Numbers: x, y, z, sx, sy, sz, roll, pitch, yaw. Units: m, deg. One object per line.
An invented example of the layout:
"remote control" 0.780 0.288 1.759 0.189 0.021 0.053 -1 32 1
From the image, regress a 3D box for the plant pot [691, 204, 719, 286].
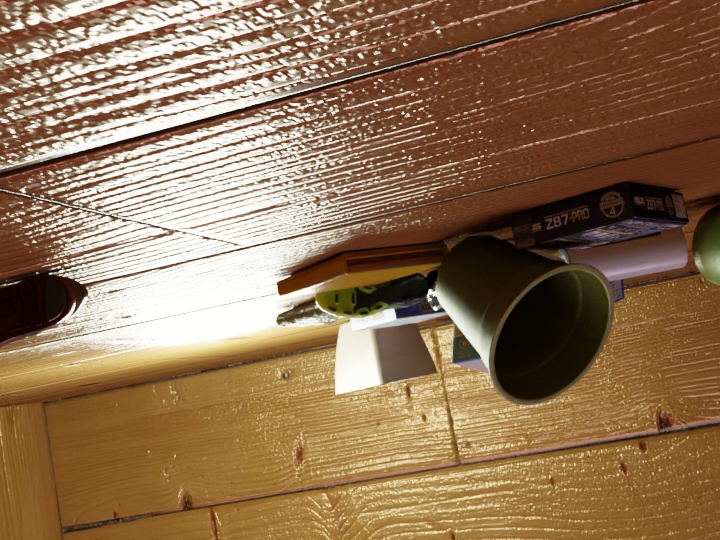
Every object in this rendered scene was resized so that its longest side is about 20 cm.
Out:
"plant pot" 0.590 -0.035 1.461 0.199 0.202 0.193 -9 -175 -15

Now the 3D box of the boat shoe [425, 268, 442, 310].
"boat shoe" 0.140 0.023 1.708 0.072 0.060 0.201 -50 -176 -9

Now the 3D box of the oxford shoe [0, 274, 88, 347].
"oxford shoe" -0.382 0.052 1.059 0.198 0.071 0.075 -11 179 9

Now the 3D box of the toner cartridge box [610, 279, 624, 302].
"toner cartridge box" 0.359 0.023 1.756 0.094 0.044 0.200 -17 -162 -23

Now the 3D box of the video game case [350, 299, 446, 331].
"video game case" 0.106 0.096 2.321 0.199 0.046 0.181 -6 171 -35

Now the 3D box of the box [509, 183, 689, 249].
"box" 0.307 -0.063 1.275 0.160 0.050 0.199 -17 171 36

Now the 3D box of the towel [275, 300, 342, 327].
"towel" -0.062 0.079 1.946 0.148 0.037 0.199 -4 171 -40

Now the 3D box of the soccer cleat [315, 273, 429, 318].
"soccer cleat" 0.016 0.042 1.641 0.199 0.065 0.084 -8 177 -22

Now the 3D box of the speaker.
"speaker" 0.435 -0.026 1.660 0.198 0.082 0.081 -10 173 -1

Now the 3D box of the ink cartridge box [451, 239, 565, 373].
"ink cartridge box" 0.230 0.050 1.551 0.125 0.202 0.128 16 158 -36

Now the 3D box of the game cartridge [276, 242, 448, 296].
"game cartridge" 0.000 0.000 1.416 0.175 0.033 0.200 -7 175 -32

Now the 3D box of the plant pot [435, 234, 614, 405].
"plant pot" 0.199 0.043 1.330 0.199 0.201 0.190 -7 -151 -28

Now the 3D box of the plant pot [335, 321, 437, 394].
"plant pot" 0.051 0.207 2.593 0.199 0.179 0.199 -6 171 -40
